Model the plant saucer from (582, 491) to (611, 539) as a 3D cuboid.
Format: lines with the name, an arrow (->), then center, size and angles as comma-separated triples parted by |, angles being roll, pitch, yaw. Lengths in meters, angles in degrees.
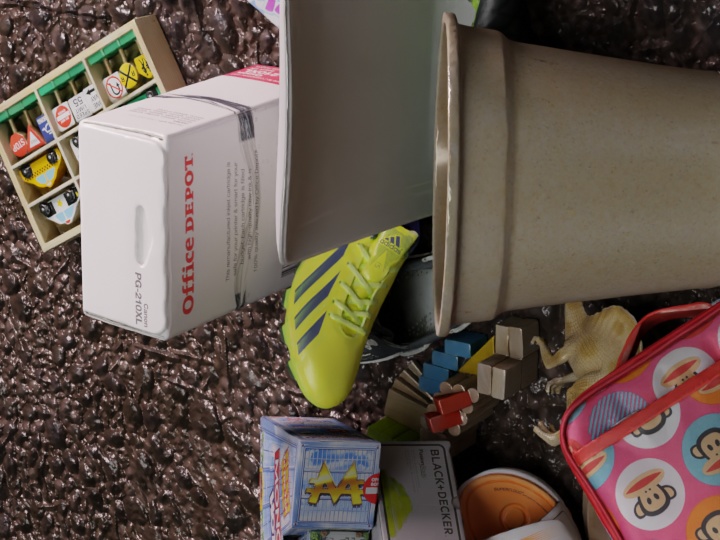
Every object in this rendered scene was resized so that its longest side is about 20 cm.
plant saucer -> 0.234, 0.182, 1.431 | 0.199, 0.029, 0.201 | 13, 112, 34

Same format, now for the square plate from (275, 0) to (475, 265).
square plate -> 0.009, -0.121, 1.388 | 0.028, 0.199, 0.199 | 17, 115, 38

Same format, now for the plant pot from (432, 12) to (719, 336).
plant pot -> 0.140, -0.058, 1.302 | 0.182, 0.201, 0.202 | 1, 110, 0

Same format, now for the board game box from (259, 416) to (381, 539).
board game box -> -0.031, 0.188, 1.498 | 0.200, 0.061, 0.201 | 125, 146, -73

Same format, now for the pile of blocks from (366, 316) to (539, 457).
pile of blocks -> 0.052, 0.100, 1.518 | 0.082, 0.062, 0.200 | 47, 127, 15

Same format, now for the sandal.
sandal -> 0.140, 0.231, 1.466 | 0.079, 0.059, 0.207 | -30, 89, -3

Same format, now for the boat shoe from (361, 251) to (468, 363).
boat shoe -> 0.027, 0.025, 1.513 | 0.199, 0.060, 0.076 | -28, 87, 39

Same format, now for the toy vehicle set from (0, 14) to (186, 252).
toy vehicle set -> -0.210, -0.107, 1.670 | 0.199, 0.026, 0.125 | -25, 89, 40

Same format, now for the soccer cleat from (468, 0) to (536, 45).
soccer cleat -> 0.109, -0.113, 1.411 | 0.081, 0.068, 0.201 | 8, 113, 18

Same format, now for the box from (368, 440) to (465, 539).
box -> 0.027, 0.228, 1.513 | 0.201, 0.060, 0.117 | 103, 165, -46

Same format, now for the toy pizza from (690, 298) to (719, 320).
toy pizza -> 0.274, 0.108, 1.345 | 0.199, 0.032, 0.202 | 2, 94, 32

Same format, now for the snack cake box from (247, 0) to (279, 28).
snack cake box -> -0.058, -0.246, 1.451 | 0.200, 0.115, 0.067 | 42, 126, 19

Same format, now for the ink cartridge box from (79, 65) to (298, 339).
ink cartridge box -> -0.105, -0.053, 1.486 | 0.084, 0.200, 0.146 | 14, 113, 33

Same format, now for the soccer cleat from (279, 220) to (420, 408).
soccer cleat -> 0.000, -0.001, 1.461 | 0.083, 0.065, 0.201 | -11, 55, 41

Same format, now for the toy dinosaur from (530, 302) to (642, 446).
toy dinosaur -> 0.164, 0.077, 1.385 | 0.200, 0.058, 0.101 | 55, 128, 37

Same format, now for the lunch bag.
lunch bag -> 0.230, 0.095, 1.292 | 0.199, 0.082, 0.177 | -34, 66, 8
